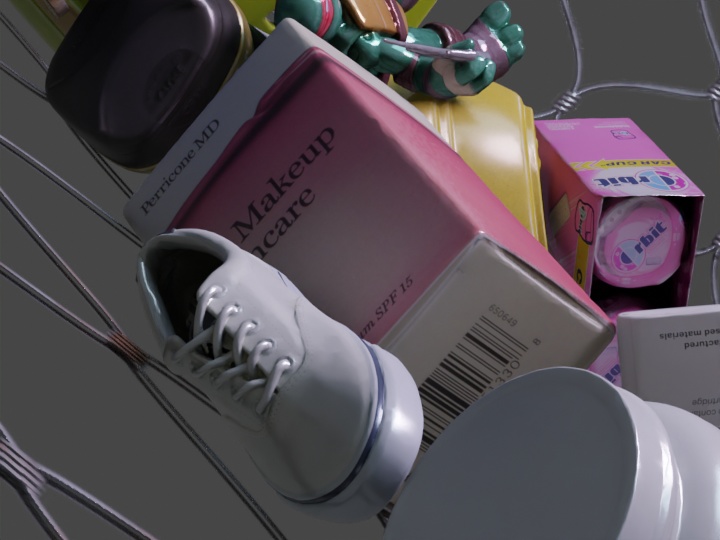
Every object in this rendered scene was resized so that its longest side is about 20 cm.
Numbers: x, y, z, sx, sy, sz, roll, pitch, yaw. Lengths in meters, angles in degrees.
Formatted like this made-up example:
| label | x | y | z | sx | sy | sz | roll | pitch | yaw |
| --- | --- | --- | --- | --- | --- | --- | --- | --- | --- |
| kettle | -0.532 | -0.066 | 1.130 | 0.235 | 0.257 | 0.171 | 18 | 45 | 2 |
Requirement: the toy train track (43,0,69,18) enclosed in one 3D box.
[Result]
| label | x | y | z | sx | sy | sz | roll | pitch | yaw |
| --- | --- | --- | --- | --- | --- | --- | --- | --- | --- |
| toy train track | -0.140 | -0.149 | 1.467 | 0.033 | 0.115 | 0.200 | 53 | -9 | -14 |

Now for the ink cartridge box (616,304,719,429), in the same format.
| label | x | y | z | sx | sy | sz | roll | pitch | yaw |
| --- | --- | --- | --- | --- | --- | --- | --- | --- | --- |
| ink cartridge box | 0.174 | 0.116 | 1.343 | 0.145 | 0.087 | 0.201 | 6 | 80 | -77 |

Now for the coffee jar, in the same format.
| label | x | y | z | sx | sy | sz | roll | pitch | yaw |
| --- | --- | --- | --- | --- | --- | --- | --- | --- | --- |
| coffee jar | -0.075 | -0.086 | 1.536 | 0.085 | 0.105 | 0.200 | 37 | 4 | 32 |

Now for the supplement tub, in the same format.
| label | x | y | z | sx | sy | sz | roll | pitch | yaw |
| --- | --- | --- | --- | --- | --- | --- | --- | --- | --- |
| supplement tub | 0.116 | 0.138 | 1.091 | 0.200 | 0.146 | 0.145 | 37 | 9 | -32 |

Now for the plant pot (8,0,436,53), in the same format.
| label | x | y | z | sx | sy | sz | roll | pitch | yaw |
| --- | --- | --- | --- | --- | --- | --- | --- | --- | --- |
| plant pot | -0.095 | -0.184 | 1.688 | 0.200 | 0.199 | 0.181 | 48 | 16 | 32 |

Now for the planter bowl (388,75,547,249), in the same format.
| label | x | y | z | sx | sy | sz | roll | pitch | yaw |
| --- | --- | --- | --- | --- | --- | --- | --- | --- | --- |
| planter bowl | 0.060 | -0.041 | 1.634 | 0.200 | 0.083 | 0.202 | -6 | 90 | -85 |

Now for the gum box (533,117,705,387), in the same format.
| label | x | y | z | sx | sy | sz | roll | pitch | yaw |
| --- | --- | --- | --- | --- | --- | --- | --- | --- | --- |
| gum box | 0.134 | 0.026 | 1.700 | 0.066 | 0.201 | 0.114 | -3 | 25 | -18 |

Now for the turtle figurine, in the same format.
| label | x | y | z | sx | sy | sz | roll | pitch | yaw |
| --- | --- | --- | --- | --- | --- | --- | --- | --- | --- |
| turtle figurine | 0.007 | -0.136 | 1.500 | 0.150 | 0.100 | 0.200 | 62 | 20 | 10 |

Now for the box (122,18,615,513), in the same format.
| label | x | y | z | sx | sy | sz | roll | pitch | yaw |
| --- | --- | --- | --- | --- | --- | --- | --- | --- | --- |
| box | 0.000 | 0.000 | 1.342 | 0.109 | 0.128 | 0.200 | 34 | 11 | -42 |

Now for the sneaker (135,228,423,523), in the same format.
| label | x | y | z | sx | sy | sz | roll | pitch | yaw |
| --- | --- | --- | --- | --- | --- | --- | --- | --- | --- |
| sneaker | -0.041 | 0.040 | 1.176 | 0.071 | 0.073 | 0.200 | 27 | 5 | -29 |
